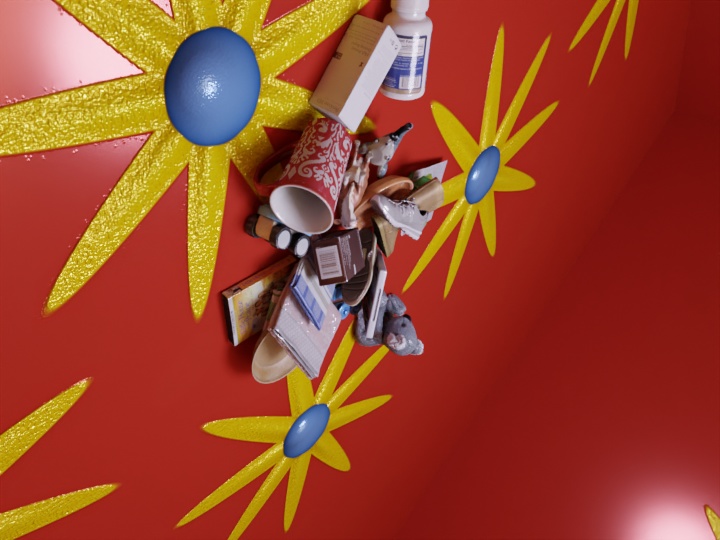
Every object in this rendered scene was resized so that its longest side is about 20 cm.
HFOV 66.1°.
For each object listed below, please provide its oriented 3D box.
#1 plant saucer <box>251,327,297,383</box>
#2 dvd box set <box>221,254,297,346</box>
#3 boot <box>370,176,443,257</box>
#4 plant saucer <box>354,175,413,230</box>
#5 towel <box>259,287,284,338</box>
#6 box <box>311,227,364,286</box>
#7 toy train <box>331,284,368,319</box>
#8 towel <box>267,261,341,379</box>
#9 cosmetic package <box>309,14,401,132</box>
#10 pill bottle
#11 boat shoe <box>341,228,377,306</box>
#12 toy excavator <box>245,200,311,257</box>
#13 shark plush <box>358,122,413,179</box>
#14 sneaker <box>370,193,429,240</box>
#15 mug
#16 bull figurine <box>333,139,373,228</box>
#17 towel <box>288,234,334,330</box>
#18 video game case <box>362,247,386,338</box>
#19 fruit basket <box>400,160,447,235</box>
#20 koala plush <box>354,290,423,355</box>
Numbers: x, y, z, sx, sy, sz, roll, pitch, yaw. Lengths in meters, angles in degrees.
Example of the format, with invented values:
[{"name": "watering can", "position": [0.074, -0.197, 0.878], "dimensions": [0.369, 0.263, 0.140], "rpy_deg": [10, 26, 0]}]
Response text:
[{"name": "plant saucer", "position": [-0.191, 0.179, 1.339], "dimensions": [0.198, 0.035, 0.205], "rpy_deg": [-35, 144, -29]}, {"name": "dvd box set", "position": [-0.228, 0.068, 1.289], "dimensions": [0.197, 0.029, 0.150], "rpy_deg": [-31, 140, -36]}, {"name": "boot", "position": [0.129, -0.133, 1.449], "dimensions": [0.196, 0.067, 0.177], "rpy_deg": [-31, 155, -9]}, {"name": "plant saucer", "position": [0.042, -0.172, 1.381], "dimensions": [0.196, 0.038, 0.201], "rpy_deg": [-31, 167, -8]}, {"name": "towel", "position": [-0.184, 0.125, 1.353], "dimensions": [0.150, 0.023, 0.205], "rpy_deg": [-12, 130, -51]}, {"name": "box", "position": [-0.047, -0.035, 1.291], "dimensions": [0.200, 0.072, 0.104], "rpy_deg": [-46, 126, -75]}, {"name": "toy train", "position": [-0.058, 0.063, 1.464], "dimensions": [0.196, 0.085, 0.118], "rpy_deg": [-11, 120, -48]}, {"name": "towel", "position": [-0.124, 0.118, 1.293], "dimensions": [0.202, 0.031, 0.195], "rpy_deg": [56, 41, -37]}, {"name": "cosmetic package", "position": [-0.011, -0.403, 1.132], "dimensions": [0.073, 0.100, 0.204], "rpy_deg": [27, 94, -56]}, {"name": "pill bottle", "position": [0.097, -0.488, 1.195], "dimensions": [0.109, 0.110, 0.206], "rpy_deg": [-28, 137, -36]}, {"name": "boat shoe", "position": [0.006, 0.001, 1.428], "dimensions": [0.075, 0.072, 0.209], "rpy_deg": [65, 40, -65]}, {"name": "toy excavator", "position": [-0.131, -0.140, 1.203], "dimensions": [0.193, 0.098, 0.206], "rpy_deg": [20, 92, -58]}, {"name": "shark plush", "position": [0.060, -0.301, 1.271], "dimensions": [0.083, 0.091, 0.200], "rpy_deg": [-44, 176, -23]}, {"name": "sneaker", "position": [0.095, -0.148, 1.327], "dimensions": [0.198, 0.074, 0.083], "rpy_deg": [24, 103, -52]}, {"name": "mug", "position": [-0.107, -0.207, 1.104], "dimensions": [0.133, 0.173, 0.205], "rpy_deg": [-42, -155, 53]}, {"name": "bull figurine", "position": [-0.015, -0.192, 1.248], "dimensions": [0.123, 0.063, 0.205], "rpy_deg": [109, -7, -50]}, {"name": "towel", "position": [-0.105, 0.016, 1.290], "dimensions": [0.149, 0.023, 0.204], "rpy_deg": [61, 30, -36]}, {"name": "video game case", "position": [0.036, 0.055, 1.499], "dimensions": [0.022, 0.201, 0.189], "rpy_deg": [10, 108, -6]}, {"name": "fruit basket", "position": [0.175, -0.211, 1.567], "dimensions": [0.199, 0.091, 0.191], "rpy_deg": [-36, 145, -54]}, {"name": "koala plush", "position": [0.094, 0.182, 1.652], "dimensions": [0.187, 0.198, 0.176], "rpy_deg": [-58, 147, 3]}]
